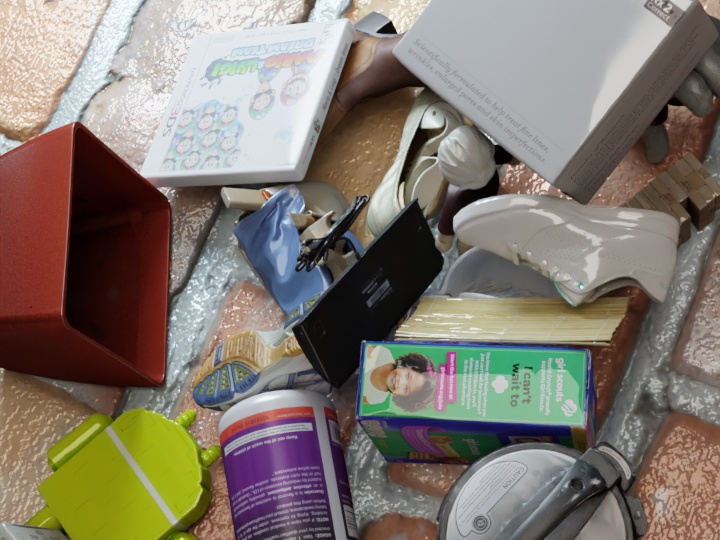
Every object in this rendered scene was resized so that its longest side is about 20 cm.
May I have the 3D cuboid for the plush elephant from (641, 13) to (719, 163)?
[{"bbox_3d":[0.277,-0.174,1.556,0.199,0.165,0.155,35,120,-10],"label":"plush elephant"}]

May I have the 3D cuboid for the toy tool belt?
[{"bbox_3d":[-0.048,-0.003,1.548,0.125,0.122,0.200,-48,65,20],"label":"toy tool belt"}]

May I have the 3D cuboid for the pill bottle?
[{"bbox_3d":[-0.062,0.217,1.476,0.111,0.113,0.202,-13,67,5],"label":"pill bottle"}]

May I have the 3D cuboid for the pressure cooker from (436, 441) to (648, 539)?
[{"bbox_3d":[0.154,0.236,1.381,0.176,0.200,0.178,-1,72,10],"label":"pressure cooker"}]

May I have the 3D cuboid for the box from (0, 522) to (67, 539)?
[{"bbox_3d":[-0.320,0.342,1.457,0.128,0.109,0.200,44,94,21],"label":"box"}]

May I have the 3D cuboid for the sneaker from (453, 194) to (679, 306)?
[{"bbox_3d":[0.175,-0.012,1.424,0.197,0.075,0.090,5,76,10],"label":"sneaker"}]

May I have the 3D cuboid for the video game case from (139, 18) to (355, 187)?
[{"bbox_3d":[-0.114,-0.166,1.636,0.198,0.024,0.184,0,58,34],"label":"video game case"}]

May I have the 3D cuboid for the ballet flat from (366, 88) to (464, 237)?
[{"bbox_3d":[0.068,-0.107,1.586,0.062,0.067,0.201,-20,40,50],"label":"ballet flat"}]

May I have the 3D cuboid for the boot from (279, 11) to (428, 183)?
[{"bbox_3d":[-0.016,-0.164,1.607,0.200,0.069,0.188,-42,42,-10],"label":"boot"}]

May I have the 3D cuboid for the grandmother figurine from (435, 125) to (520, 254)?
[{"bbox_3d":[0.104,-0.071,1.510,0.060,0.200,0.122,23,73,18],"label":"grandmother figurine"}]

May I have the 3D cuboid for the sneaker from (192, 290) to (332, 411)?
[{"bbox_3d":[-0.067,0.095,1.517,0.199,0.088,0.076,-25,43,32],"label":"sneaker"}]

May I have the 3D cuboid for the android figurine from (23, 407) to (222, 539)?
[{"bbox_3d":[-0.221,0.214,1.546,0.200,0.041,0.182,-41,66,-4],"label":"android figurine"}]

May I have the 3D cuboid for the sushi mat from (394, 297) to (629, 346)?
[{"bbox_3d":[0.134,0.044,1.434,0.198,0.096,0.012,0,109,22],"label":"sushi mat"}]

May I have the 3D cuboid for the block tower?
[{"bbox_3d":[0.250,-0.024,1.545,0.199,0.054,0.058,-36,66,-4],"label":"block tower"}]

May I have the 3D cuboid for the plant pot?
[{"bbox_3d":[-0.306,0.001,1.572,0.174,0.200,0.202,-9,67,18],"label":"plant pot"}]

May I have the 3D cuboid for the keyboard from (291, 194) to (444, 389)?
[{"bbox_3d":[0.000,0.000,1.453,0.020,0.128,0.200,-4,31,41],"label":"keyboard"}]

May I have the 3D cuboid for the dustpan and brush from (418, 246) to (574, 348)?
[{"bbox_3d":[0.105,0.031,1.537,0.199,0.057,0.141,9,110,46],"label":"dustpan and brush"}]

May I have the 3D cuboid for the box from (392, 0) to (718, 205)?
[{"bbox_3d":[0.173,-0.200,1.437,0.199,0.131,0.201,42,99,20],"label":"box"}]

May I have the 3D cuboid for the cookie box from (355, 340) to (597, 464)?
[{"bbox_3d":[0.108,0.122,1.451,0.197,0.171,0.076,1,71,11],"label":"cookie box"}]
